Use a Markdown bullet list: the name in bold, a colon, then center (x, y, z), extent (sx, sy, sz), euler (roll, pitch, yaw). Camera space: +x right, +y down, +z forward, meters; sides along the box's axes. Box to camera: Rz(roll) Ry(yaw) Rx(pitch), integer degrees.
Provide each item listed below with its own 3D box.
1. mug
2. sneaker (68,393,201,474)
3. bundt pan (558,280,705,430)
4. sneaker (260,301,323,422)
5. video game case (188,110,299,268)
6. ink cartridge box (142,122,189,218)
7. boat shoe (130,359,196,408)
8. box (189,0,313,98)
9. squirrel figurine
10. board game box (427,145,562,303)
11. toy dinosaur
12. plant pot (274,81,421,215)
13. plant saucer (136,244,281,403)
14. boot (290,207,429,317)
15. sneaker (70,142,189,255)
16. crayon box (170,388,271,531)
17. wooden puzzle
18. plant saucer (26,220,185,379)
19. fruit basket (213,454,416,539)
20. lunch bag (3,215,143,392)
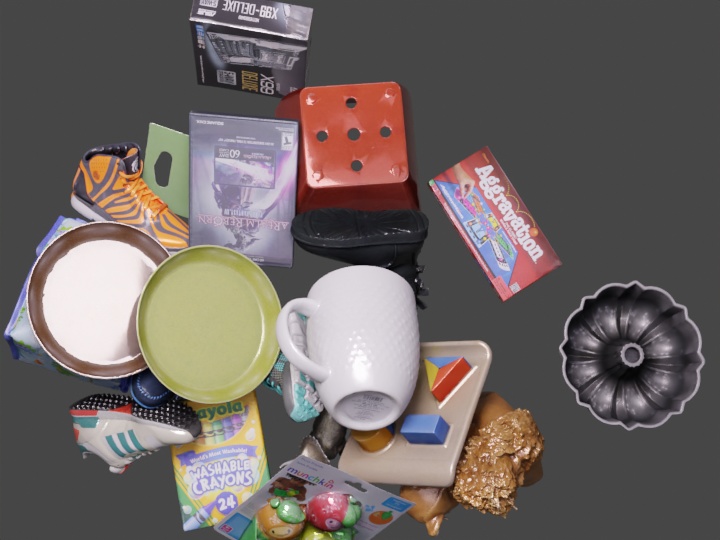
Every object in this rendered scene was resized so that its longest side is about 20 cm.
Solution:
- **mug**: center (-0.018, 0.099, 1.573), extent (0.199, 0.148, 0.176), euler (21, 43, -24)
- **sneaker**: center (-0.293, 0.221, 1.629), extent (0.198, 0.070, 0.094), euler (4, 106, 23)
- **bundt pan**: center (0.365, 0.119, 1.703), extent (0.200, 0.076, 0.204), euler (0, 81, -3)
- **sneaker**: center (-0.102, 0.135, 1.641), extent (0.091, 0.201, 0.078), euler (-29, 125, 13)
- **video game case**: center (-0.154, -0.104, 1.615), extent (0.141, 0.019, 0.202), euler (5, 112, 4)
- **ink cartridge box**: center (-0.205, -0.104, 1.678), extent (0.198, 0.146, 0.048), euler (17, 41, -1)
- **boat shoe**: center (-0.237, 0.092, 1.636), extent (0.084, 0.069, 0.201), euler (36, 51, -10)
- **box**: center (-0.147, -0.303, 1.684), extent (0.156, 0.200, 0.050), euler (10, 73, -2)
- **squirrel figurine**: center (0.140, 0.256, 1.604), extent (0.186, 0.200, 0.142), euler (-27, 87, -16)
- **board game box**: center (0.190, -0.066, 1.754), extent (0.102, 0.019, 0.201), euler (-31, 83, -9)
- **toy dinosaur**: center (-0.038, 0.199, 1.653), extent (0.076, 0.102, 0.201), euler (23, 81, 1)
- **plant pot**: center (-0.013, -0.159, 1.679), extent (0.198, 0.176, 0.202), euler (-4, 81, -4)
- **plant saucer**: center (-0.195, 0.069, 1.583), extent (0.198, 0.031, 0.202), euler (5, 80, -28)
- **boot**: center (-0.001, -0.001, 1.657), extent (0.196, 0.164, 0.074), euler (-2, 38, -13)
- **sneaker**: center (-0.300, -0.101, 1.671), extent (0.199, 0.078, 0.113), euler (25, 121, 8)
- **crayon box**: center (-0.191, 0.238, 1.663), extent (0.124, 0.052, 0.202), euler (-10, 81, -5)
- **wooden puzzle**: center (0.065, 0.178, 1.613), extent (0.184, 0.046, 0.201), euler (-5, 54, 38)
- **plant saucer**: center (-0.323, 0.039, 1.576), extent (0.198, 0.032, 0.202), euler (3, 78, -16)
- **fruit basket**: center (-0.059, 0.319, 1.571), extent (0.184, 0.200, 0.094), euler (28, 43, -28)
- **lunch bag**: center (-0.359, 0.038, 1.657), extent (0.169, 0.128, 0.201), euler (18, 65, -2)
